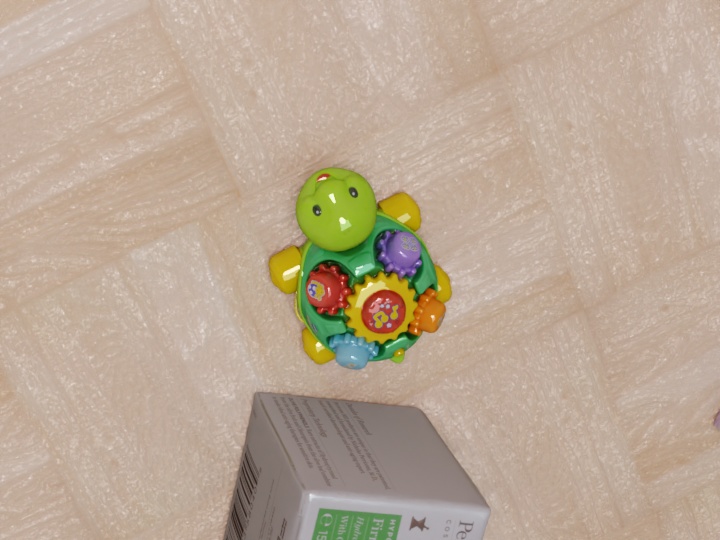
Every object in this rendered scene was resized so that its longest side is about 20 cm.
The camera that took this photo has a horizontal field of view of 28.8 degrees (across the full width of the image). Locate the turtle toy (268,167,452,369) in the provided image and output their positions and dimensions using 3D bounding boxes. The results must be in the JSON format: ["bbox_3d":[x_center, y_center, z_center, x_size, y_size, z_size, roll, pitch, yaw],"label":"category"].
[{"bbox_3d":[0.000,0.000,1.195,0.145,0.101,0.201,-27,115,-4],"label":"turtle toy"}]

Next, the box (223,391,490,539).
[{"bbox_3d":[-0.015,0.241,1.230,0.169,0.200,0.201,8,107,-20],"label":"box"}]

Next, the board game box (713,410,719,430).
[{"bbox_3d":[0.482,0.103,1.404,0.198,0.041,0.201,20,104,-22],"label":"board game box"}]
